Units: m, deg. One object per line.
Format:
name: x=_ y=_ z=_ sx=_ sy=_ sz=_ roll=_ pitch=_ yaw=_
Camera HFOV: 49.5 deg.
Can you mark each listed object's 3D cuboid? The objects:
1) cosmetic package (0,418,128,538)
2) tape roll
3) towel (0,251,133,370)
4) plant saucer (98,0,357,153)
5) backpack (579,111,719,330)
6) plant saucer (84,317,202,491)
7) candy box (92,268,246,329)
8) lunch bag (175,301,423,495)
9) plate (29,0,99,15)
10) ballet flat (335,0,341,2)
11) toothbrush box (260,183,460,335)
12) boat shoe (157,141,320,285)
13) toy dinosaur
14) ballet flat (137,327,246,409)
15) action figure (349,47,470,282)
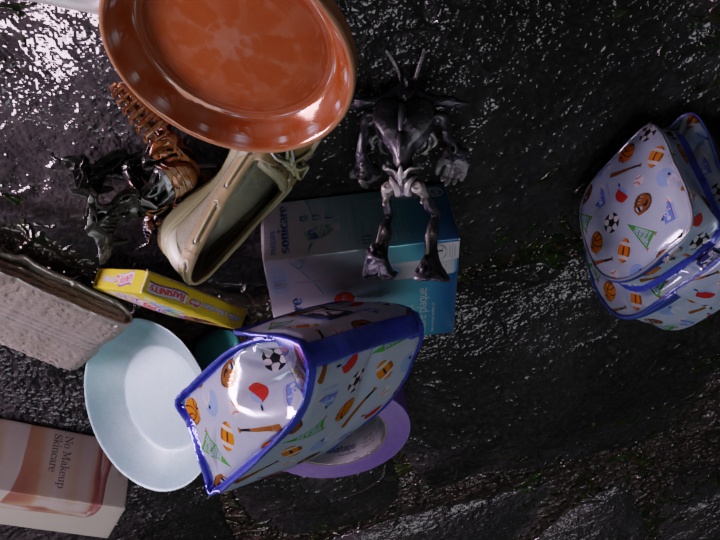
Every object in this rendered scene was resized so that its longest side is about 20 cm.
cosmetic package: x=-0.409 y=0.270 z=1.016 sx=0.197 sy=0.105 sz=0.088 roll=17 pitch=131 yaw=-26
tape roll: x=-0.035 y=0.192 z=1.029 sx=0.195 sy=0.066 sz=0.202 roll=-4 pitch=135 yaw=-4
towel: x=-0.361 y=0.041 z=0.835 sx=0.198 sy=0.035 sz=0.132 roll=31 pitch=132 yaw=-33
plant saucer: x=-0.098 y=-0.169 z=0.594 sx=0.196 sy=0.033 sz=0.202 roll=8 pitch=147 yaw=5
backpack: x=0.309 y=-0.037 z=0.781 sx=0.151 sy=0.203 sz=0.192 roll=13 pitch=139 yaw=-15
plant saucer: x=-0.237 y=0.152 z=0.906 sx=0.200 sy=0.203 sz=0.039 roll=-40 pitch=169 yaw=28
candy box: x=-0.196 y=0.026 z=0.776 sx=0.101 sy=0.027 sz=0.199 roll=27 pitch=167 yaw=-28
lunch bag: x=-0.052 y=0.103 z=0.735 sx=0.168 sy=0.125 sz=0.200 roll=-12 pitch=158 yaw=-48
plate: x=-0.237 y=-0.242 z=0.524 sx=0.195 sy=0.033 sz=0.200 roll=9 pitch=158 yaw=-16
ballet flat: x=-0.023 y=-0.233 z=0.610 sx=0.198 sy=0.057 sz=0.066 roll=-31 pitch=132 yaw=20
toothbrush box: x=0.000 y=0.000 z=0.828 sx=0.195 sy=0.086 sz=0.148 roll=-5 pitch=137 yaw=-3
boat shoe: x=-0.098 y=-0.074 z=0.709 sx=0.200 sy=0.063 sz=0.073 roll=-43 pitch=141 yaw=-4
toy dinosaur: x=-0.195 y=-0.084 z=0.726 sx=0.133 sy=0.102 sz=0.203 roll=-20 pitch=118 yaw=-10
ballet flat: x=-0.187 y=0.124 z=0.943 sx=0.198 sy=0.069 sz=0.075 roll=-31 pitch=149 yaw=29
action figure: x=0.042 y=-0.093 z=0.721 sx=0.116 sy=0.205 sz=0.102 roll=2 pitch=179 yaw=7
